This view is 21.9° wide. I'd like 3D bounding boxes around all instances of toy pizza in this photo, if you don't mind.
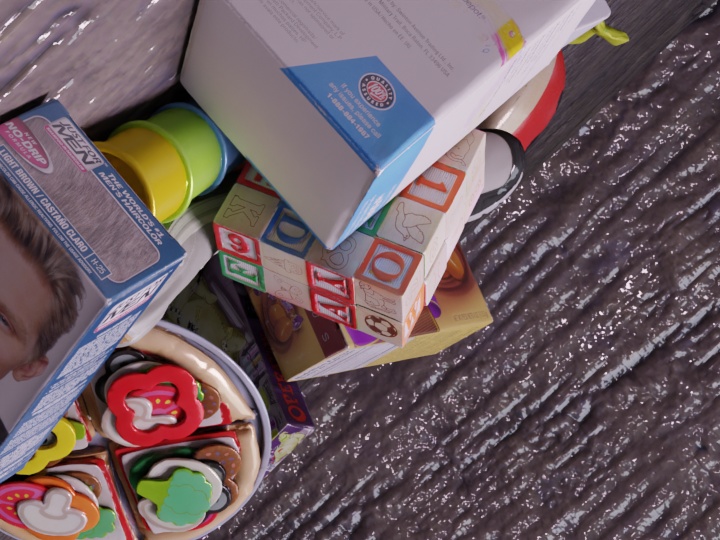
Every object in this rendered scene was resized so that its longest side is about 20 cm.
[{"bbox_3d":[-0.151,0.105,1.089,0.200,0.199,0.032,-46,-151,28],"label":"toy pizza"}]

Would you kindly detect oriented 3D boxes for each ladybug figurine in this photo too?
[{"bbox_3d":[0.104,-0.130,1.587,0.200,0.072,0.136,-43,-152,17],"label":"ladybug figurine"}]

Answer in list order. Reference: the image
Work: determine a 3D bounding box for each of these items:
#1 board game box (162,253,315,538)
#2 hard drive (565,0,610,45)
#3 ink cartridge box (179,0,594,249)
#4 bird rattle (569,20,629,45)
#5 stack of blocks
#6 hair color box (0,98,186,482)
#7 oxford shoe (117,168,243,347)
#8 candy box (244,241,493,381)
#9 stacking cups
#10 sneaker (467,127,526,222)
[{"bbox_3d":[-0.104,0.054,1.196,0.032,0.201,0.120,11,133,-40],"label":"board game box"},{"bbox_3d":[0.059,-0.117,1.223,0.199,0.025,0.132,-32,178,33],"label":"hard drive"},{"bbox_3d":[0.025,-0.134,0.971,0.200,0.129,0.125,-40,174,-21],"label":"ink cartridge box"},{"bbox_3d":[0.108,-0.169,1.349,0.163,0.113,0.200,-48,172,22],"label":"bird rattle"},{"bbox_3d":[0.013,-0.070,1.056,0.059,0.114,0.201,87,27,-60],"label":"stack of blocks"},{"bbox_3d":[-0.174,0.022,0.895,0.060,0.100,0.200,-34,169,-48],"label":"hair color box"},{"bbox_3d":[-0.109,-0.020,1.044,0.200,0.075,0.058,-52,149,-54],"label":"oxford shoe"},{"bbox_3d":[0.000,0.000,1.209,0.056,0.117,0.199,-29,168,27],"label":"candy box"},{"bbox_3d":[-0.084,-0.075,1.027,0.061,0.061,0.200,-47,176,37],"label":"stacking cups"},{"bbox_3d":[0.035,-0.067,1.491,0.198,0.074,0.080,-15,174,12],"label":"sneaker"}]
